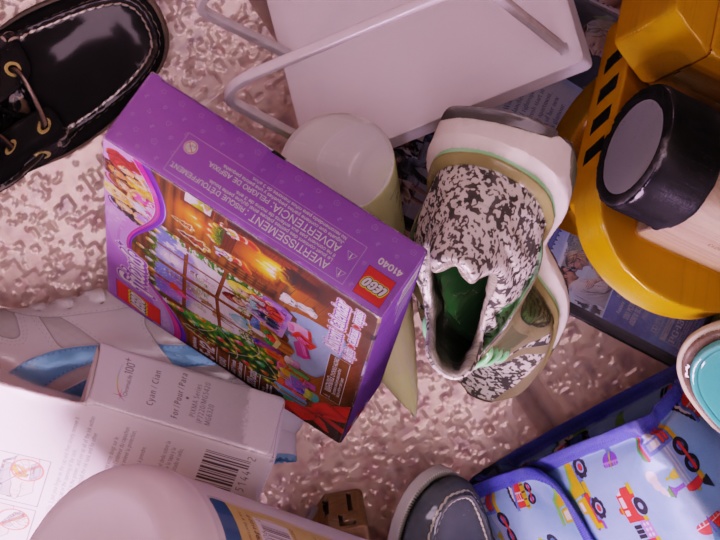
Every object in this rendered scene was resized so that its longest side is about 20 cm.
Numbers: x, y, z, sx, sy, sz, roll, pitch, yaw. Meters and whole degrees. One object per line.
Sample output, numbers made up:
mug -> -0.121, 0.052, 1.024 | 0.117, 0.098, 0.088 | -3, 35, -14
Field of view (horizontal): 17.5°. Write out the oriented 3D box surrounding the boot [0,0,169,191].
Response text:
boot -> -0.180, -0.064, 1.082 | 0.199, 0.151, 0.074 | -25, 102, 2

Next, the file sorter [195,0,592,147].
file sorter -> -0.006, -0.169, 1.026 | 0.138, 0.124, 0.201 | -21, 73, 20

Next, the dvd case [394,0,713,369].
dvd case -> 0.100, -0.059, 1.132 | 0.199, 0.018, 0.143 | 28, 105, 10

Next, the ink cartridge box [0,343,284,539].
ink cartridge box -> -0.146, 0.116, 1.128 | 0.175, 0.045, 0.201 | 16, 132, -8

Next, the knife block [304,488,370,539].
knife block -> 0.002, 0.240, 1.203 | 0.175, 0.064, 0.201 | 34, 98, -10

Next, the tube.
tube -> 0.000, 0.000, 1.080 | 0.052, 0.200, 0.058 | 11, 66, 12

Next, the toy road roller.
toy road roller -> 0.154, -0.077, 1.044 | 0.122, 0.146, 0.201 | 22, 72, -22

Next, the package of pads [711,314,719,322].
package of pads -> 0.247, 0.022, 1.168 | 0.153, 0.068, 0.201 | 4, 101, -6

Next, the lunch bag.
lunch bag -> 0.142, 0.141, 1.144 | 0.094, 0.200, 0.151 | -35, 91, -37

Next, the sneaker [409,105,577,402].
sneaker -> 0.044, 0.014, 1.016 | 0.076, 0.200, 0.089 | 18, 61, 15

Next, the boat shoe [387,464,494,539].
boat shoe -> 0.061, 0.192, 1.177 | 0.073, 0.062, 0.201 | -26, 119, -38

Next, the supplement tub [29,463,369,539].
supplement tub -> -0.049, 0.180, 1.050 | 0.199, 0.145, 0.145 | 24, 101, -38

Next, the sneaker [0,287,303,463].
sneaker -> -0.121, 0.039, 1.155 | 0.199, 0.077, 0.081 | 13, 82, -5

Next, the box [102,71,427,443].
box -> -0.047, 0.001, 1.029 | 0.136, 0.200, 0.039 | 33, 71, 7

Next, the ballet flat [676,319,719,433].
ballet flat -> 0.220, 0.064, 1.068 | 0.199, 0.069, 0.070 | 32, 99, -23
